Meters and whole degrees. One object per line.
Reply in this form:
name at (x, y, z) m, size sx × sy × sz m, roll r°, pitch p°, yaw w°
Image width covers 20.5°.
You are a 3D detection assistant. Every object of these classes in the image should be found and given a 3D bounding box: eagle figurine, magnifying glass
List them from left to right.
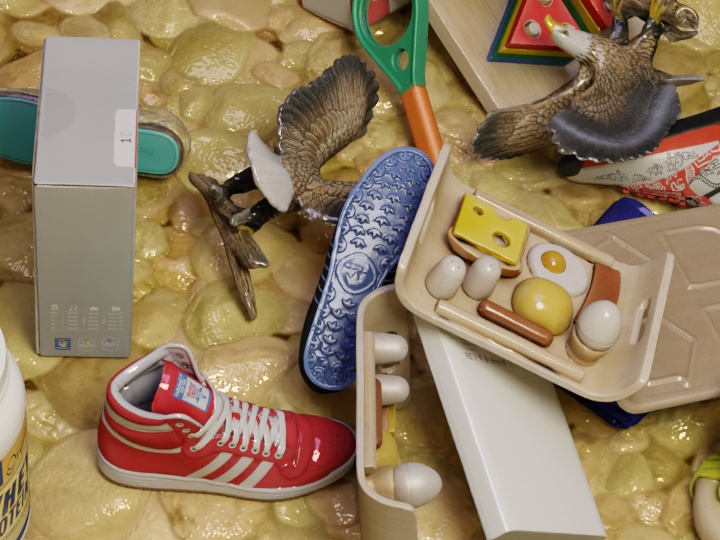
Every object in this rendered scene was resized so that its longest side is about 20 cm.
eagle figurine at (-0.034, -0.077, 1.629) m, size 0.198 × 0.153 × 0.151 m, roll -22°, pitch 35°, yaw -17°
magnifying glass at (0.041, -0.177, 1.746) m, size 0.022 × 0.079 × 0.202 m, roll 3°, pitch 66°, yaw -46°
eagle figurine at (0.202, -0.156, 1.700) m, size 0.150 × 0.152 × 0.201 m, roll 26°, pitch 72°, yaw 12°

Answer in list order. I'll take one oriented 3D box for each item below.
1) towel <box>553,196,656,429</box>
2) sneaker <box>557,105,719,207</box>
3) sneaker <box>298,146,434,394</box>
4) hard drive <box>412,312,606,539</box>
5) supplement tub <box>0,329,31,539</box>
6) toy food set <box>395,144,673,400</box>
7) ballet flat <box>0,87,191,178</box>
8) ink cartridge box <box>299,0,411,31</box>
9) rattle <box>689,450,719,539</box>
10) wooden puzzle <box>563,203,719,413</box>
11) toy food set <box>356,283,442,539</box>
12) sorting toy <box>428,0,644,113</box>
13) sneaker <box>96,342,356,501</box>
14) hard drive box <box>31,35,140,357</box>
towel at (0.218, 0.036, 1.627) m, size 0.147 × 0.050 × 0.200 m, roll 32°, pitch 52°, yaw 23°
sneaker at (0.274, -0.073, 1.709) m, size 0.200 × 0.109 × 0.067 m, roll -13°, pitch 19°, yaw 26°
sneaker at (0.000, 0.000, 1.552) m, size 0.070 × 0.078 × 0.202 m, roll 25°, pitch 82°, yaw -5°
hard drive at (0.109, 0.108, 1.488) m, size 0.131 × 0.027 × 0.202 m, roll 12°, pitch 53°, yaw -49°
supplement tub at (-0.303, 0.120, 1.383) m, size 0.143 × 0.201 × 0.145 m, roll 4°, pitch 50°, yaw -4°
toy food set at (0.131, -0.003, 1.473) m, size 0.199 × 0.061 × 0.144 m, roll 27°, pitch 45°, yaw -6°
ballet flat at (-0.240, -0.120, 1.691) m, size 0.198 × 0.071 × 0.071 m, roll 9°, pitch 49°, yaw 1°
ink cartridge box at (0.033, -0.334, 1.840) m, size 0.199 × 0.148 × 0.083 m, roll -34°, pitch 44°, yaw -31°
rattle at (0.337, 0.181, 1.463) m, size 0.129 × 0.144 × 0.201 m, roll 2°, pitch 41°, yaw -30°
wooden puzzle at (0.253, 0.033, 1.572) m, size 0.198 × 0.047 × 0.186 m, roll -7°, pitch 49°, yaw -19°
toy food set at (0.029, 0.131, 1.451) m, size 0.060 × 0.144 × 0.201 m, roll -1°, pitch 49°, yaw 2°
sorting toy at (0.153, -0.267, 1.797) m, size 0.198 × 0.070 × 0.201 m, roll -34°, pitch 92°, yaw -30°
sneaker at (-0.096, 0.111, 1.475) m, size 0.198 × 0.113 × 0.072 m, roll 0°, pitch 50°, yaw -8°
hard drive box at (-0.212, -0.054, 1.543) m, size 0.076 × 0.201 × 0.157 m, roll 2°, pitch 50°, yaw -6°
